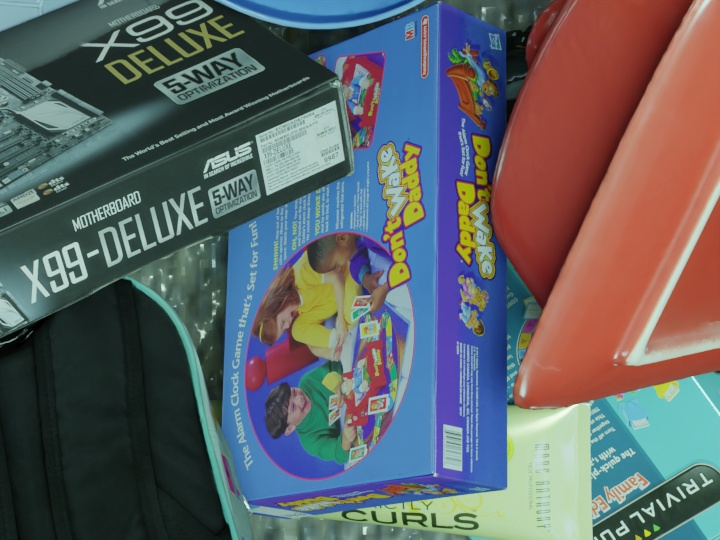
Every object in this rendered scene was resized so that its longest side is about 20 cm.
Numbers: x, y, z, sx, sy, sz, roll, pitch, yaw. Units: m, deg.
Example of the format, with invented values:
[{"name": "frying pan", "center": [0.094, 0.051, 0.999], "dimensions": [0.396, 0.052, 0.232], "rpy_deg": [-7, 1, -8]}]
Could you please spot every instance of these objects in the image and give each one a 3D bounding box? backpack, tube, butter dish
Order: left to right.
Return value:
[{"name": "backpack", "center": [-0.132, 0.107, 0.740], "dimensions": [0.174, 0.154, 0.201], "rpy_deg": [-13, 64, -4]}, {"name": "tube", "center": [0.009, 0.090, 0.842], "dimensions": [0.198, 0.058, 0.052], "rpy_deg": [3, 64, 14]}, {"name": "butter dish", "center": [0.126, -0.063, 0.736], "dimensions": [0.199, 0.201, 0.148], "rpy_deg": [-7, 39, -41]}]

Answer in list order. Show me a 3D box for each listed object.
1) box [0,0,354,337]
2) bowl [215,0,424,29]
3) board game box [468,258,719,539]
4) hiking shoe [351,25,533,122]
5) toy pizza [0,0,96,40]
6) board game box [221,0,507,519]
[{"name": "box", "center": [-0.126, -0.053, 0.772], "dimensions": [0.199, 0.158, 0.050], "rpy_deg": [-26, 128, -20]}, {"name": "bowl", "center": [-0.021, -0.203, 0.752], "dimensions": [0.199, 0.039, 0.202], "rpy_deg": [6, 118, 12]}, {"name": "board game box", "center": [0.087, 0.052, 0.846], "dimensions": [0.151, 0.047, 0.201], "rpy_deg": [-37, 88, 33]}, {"name": "hiking shoe", "center": [0.082, -0.073, 0.900], "dimensions": [0.198, 0.074, 0.087], "rpy_deg": [1, 112, -11]}, {"name": "toy pizza", "center": [-0.144, -0.128, 0.844], "dimensions": [0.199, 0.032, 0.201], "rpy_deg": [-18, 126, -27]}, {"name": "board game box", "center": [0.000, 0.000, 0.787], "dimensions": [0.045, 0.134, 0.202], "rpy_deg": [16, 69, -42]}]
